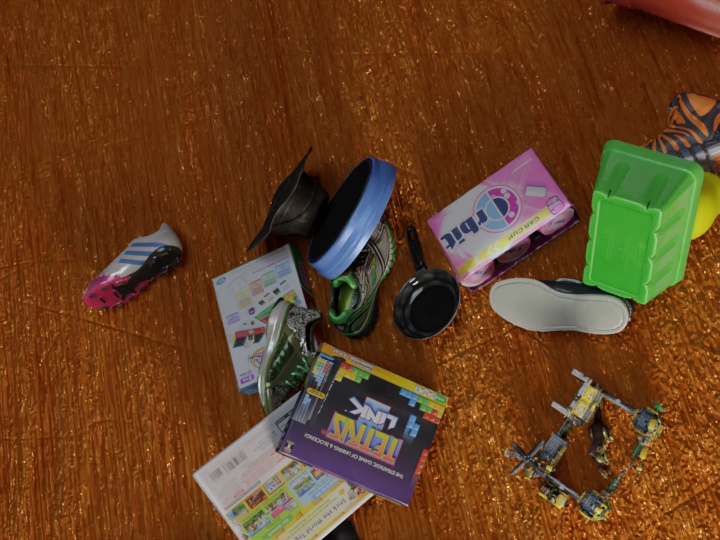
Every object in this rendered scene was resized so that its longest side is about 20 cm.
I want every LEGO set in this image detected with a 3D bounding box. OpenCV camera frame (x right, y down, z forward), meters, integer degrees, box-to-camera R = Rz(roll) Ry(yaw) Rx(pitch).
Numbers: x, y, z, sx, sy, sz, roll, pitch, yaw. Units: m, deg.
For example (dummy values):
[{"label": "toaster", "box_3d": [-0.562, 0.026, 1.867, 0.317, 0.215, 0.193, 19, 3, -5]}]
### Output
[{"label": "LEGO set", "box_3d": [0.298, 0.226, 1.284, 0.154, 0.116, 0.200, 42, 93, 28]}]

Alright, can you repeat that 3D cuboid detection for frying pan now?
[{"label": "frying pan", "box_3d": [0.085, 0.029, 1.486, 0.115, 0.031, 0.190, -43, 46, 9]}]

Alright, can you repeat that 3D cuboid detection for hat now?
[{"label": "hat", "box_3d": [-0.099, -0.097, 1.556, 0.081, 0.201, 0.201, 29, 86, -11]}]

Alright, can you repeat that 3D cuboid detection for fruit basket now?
[{"label": "fruit basket", "box_3d": [0.396, -0.080, 1.318, 0.155, 0.216, 0.216, 21, 83, 26]}]

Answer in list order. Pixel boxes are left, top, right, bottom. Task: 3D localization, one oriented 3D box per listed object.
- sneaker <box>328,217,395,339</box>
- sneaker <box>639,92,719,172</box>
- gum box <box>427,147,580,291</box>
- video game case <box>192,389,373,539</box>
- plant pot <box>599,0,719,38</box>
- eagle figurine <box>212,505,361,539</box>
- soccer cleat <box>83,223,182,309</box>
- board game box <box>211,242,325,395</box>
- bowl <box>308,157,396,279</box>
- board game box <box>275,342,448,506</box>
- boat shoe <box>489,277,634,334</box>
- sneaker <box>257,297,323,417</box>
[{"label": "sneaker", "box_3d": [0.000, 0.000, 1.501, 0.078, 0.085, 0.201, 3, 74, 24]}, {"label": "sneaker", "box_3d": [0.432, -0.180, 1.384, 0.199, 0.078, 0.112, -15, 61, 12]}, {"label": "gum box", "box_3d": [0.205, -0.071, 1.443, 0.200, 0.066, 0.114, -35, 62, 11]}, {"label": "video game case", "box_3d": [-0.103, 0.299, 1.382, 0.200, 0.023, 0.182, -36, 83, -23]}, {"label": "plant pot", "box_3d": [0.471, -0.430, 1.380, 0.195, 0.201, 0.201, 33, 89, 19]}, {"label": "eagle figurine", "box_3d": [-0.116, 0.386, 1.429, 0.200, 0.151, 0.152, 46, 140, -1]}, {"label": "soccer cleat", "box_3d": [-0.392, -0.007, 1.692, 0.199, 0.070, 0.087, -30, 49, 10]}, {"label": "board game box", "box_3d": [-0.145, 0.077, 1.565, 0.153, 0.040, 0.201, -23, 66, 15]}, {"label": "bowl", "box_3d": [-0.017, -0.083, 1.485, 0.039, 0.201, 0.201, 29, 86, -15]}, {"label": "board game box", "box_3d": [0.003, 0.217, 1.385, 0.199, 0.057, 0.166, 24, 75, -6]}, {"label": "boat shoe", "box_3d": [0.282, 0.049, 1.381, 0.199, 0.060, 0.076, 14, 108, 25]}, {"label": "sneaker", "box_3d": [-0.099, 0.140, 1.467, 0.088, 0.077, 0.201, 3, 78, 15]}]
